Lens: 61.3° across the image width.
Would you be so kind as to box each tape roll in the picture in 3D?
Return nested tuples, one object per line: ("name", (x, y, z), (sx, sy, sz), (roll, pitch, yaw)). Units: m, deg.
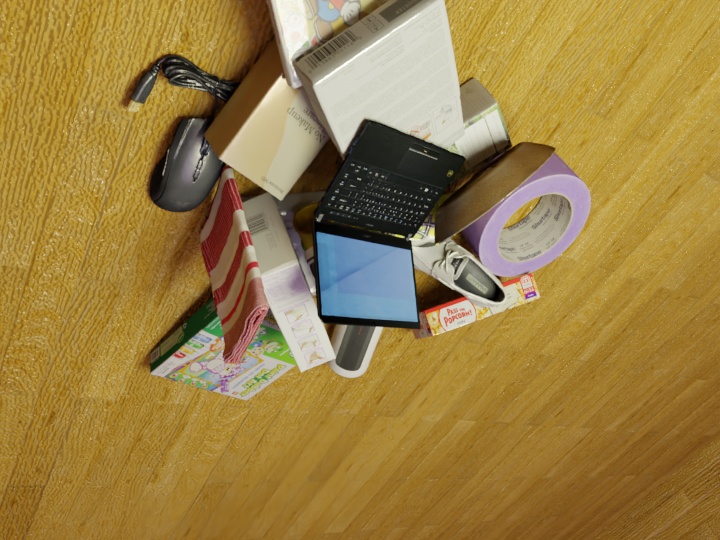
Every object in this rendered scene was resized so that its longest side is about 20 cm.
("tape roll", (0.262, -0.093, 0.981), (0.196, 0.086, 0.202), (-14, 137, -13))

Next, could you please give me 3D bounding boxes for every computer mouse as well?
("computer mouse", (-0.216, -0.149, 0.721), (0.139, 0.046, 0.201), (19, 121, -39))

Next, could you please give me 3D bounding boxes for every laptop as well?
("laptop", (0.041, -0.043, 0.710), (0.175, 0.104, 0.201), (8, 125, -44))

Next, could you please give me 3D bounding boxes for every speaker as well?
("speaker", (0.001, 0.085, 1.030), (0.080, 0.082, 0.202), (-1, 132, -25))

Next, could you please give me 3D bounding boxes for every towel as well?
("towel", (-0.161, -0.006, 0.749), (0.022, 0.203, 0.145), (-3, 148, -30))

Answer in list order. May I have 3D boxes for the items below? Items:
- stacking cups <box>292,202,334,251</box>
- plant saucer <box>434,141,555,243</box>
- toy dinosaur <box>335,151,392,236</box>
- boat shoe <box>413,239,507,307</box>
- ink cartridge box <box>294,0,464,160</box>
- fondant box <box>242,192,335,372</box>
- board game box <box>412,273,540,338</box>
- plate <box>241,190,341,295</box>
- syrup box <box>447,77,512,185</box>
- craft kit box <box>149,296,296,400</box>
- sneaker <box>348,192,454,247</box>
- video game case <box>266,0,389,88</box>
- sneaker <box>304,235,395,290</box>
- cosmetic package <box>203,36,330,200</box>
("stacking cups", (-0.046, -0.003, 0.886), (0.059, 0.061, 0.202), (-20, 136, -6))
("plant saucer", (0.168, -0.112, 0.814), (0.199, 0.200, 0.036), (-39, 93, 13))
("toy dinosaur", (0.025, -0.134, 0.761), (0.099, 0.058, 0.203), (-2, 121, -25))
("boat shoe", (0.148, -0.011, 0.956), (0.198, 0.065, 0.075), (30, 85, -7))
("ink cartridge box", (0.033, -0.187, 0.677), (0.159, 0.047, 0.201), (-35, 147, -5))
("fondant box", (-0.100, 0.019, 0.820), (0.057, 0.145, 0.202), (-22, 136, -4))
("board game box", (0.194, 0.066, 1.069), (0.196, 0.047, 0.152), (-18, 175, -9))
("plate", (-0.118, -0.023, 0.902), (0.196, 0.033, 0.203), (-6, 133, -20))
("syrup box", (0.098, -0.163, 0.833), (0.198, 0.082, 0.079), (-31, 133, 7))
("craft kit box", (-0.199, 0.127, 0.975), (0.199, 0.049, 0.196), (-38, 140, 27))
("sneaker", (0.076, -0.079, 0.910), (0.197, 0.076, 0.077), (-20, 138, -9))
("video game case", (-0.005, -0.305, 0.608), (0.197, 0.023, 0.185), (-26, 127, -17))
("sneaker", (0.000, 0.000, 0.805), (0.078, 0.081, 0.199), (-27, 172, 30))
("cosmetic package", (-0.077, -0.195, 0.699), (0.105, 0.071, 0.201), (29, 103, -41))
